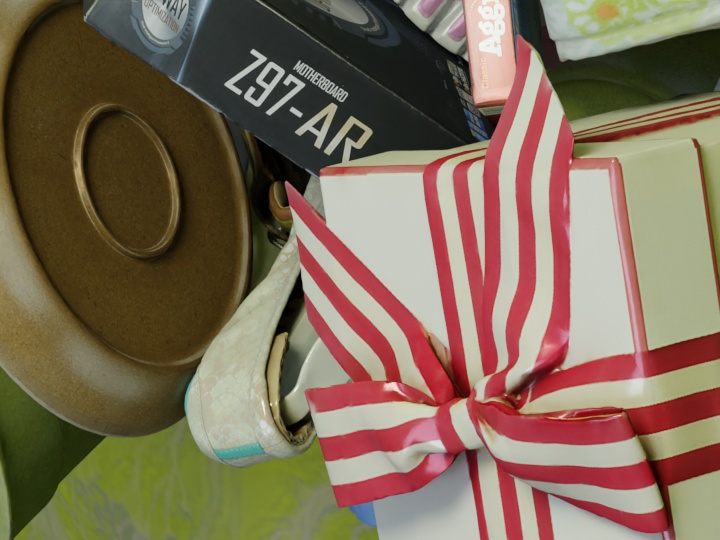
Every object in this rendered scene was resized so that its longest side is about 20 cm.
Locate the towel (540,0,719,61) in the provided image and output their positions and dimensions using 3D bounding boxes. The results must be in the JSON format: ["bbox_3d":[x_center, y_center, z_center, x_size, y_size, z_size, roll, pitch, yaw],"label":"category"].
[{"bbox_3d":[0.126,-0.179,0.935,0.170,0.048,0.201,-12,109,5],"label":"towel"}]

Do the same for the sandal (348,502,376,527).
[{"bbox_3d":[0.038,0.050,1.157,0.087,0.080,0.201,12,128,0],"label":"sandal"}]

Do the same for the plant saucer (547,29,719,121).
[{"bbox_3d":[0.114,-0.017,1.139,0.199,0.031,0.201,24,130,31],"label":"plant saucer"}]

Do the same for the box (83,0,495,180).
[{"bbox_3d":[-0.029,-0.099,1.068,0.160,0.200,0.044,34,107,-17],"label":"box"}]

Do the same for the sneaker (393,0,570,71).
[{"bbox_3d":[0.016,-0.156,1.112,0.200,0.088,0.081,40,96,3],"label":"sneaker"}]

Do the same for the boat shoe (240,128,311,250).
[{"bbox_3d":[-0.017,-0.033,1.227,0.072,0.068,0.201,-1,115,44],"label":"boat shoe"}]

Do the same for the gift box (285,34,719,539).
[{"bbox_3d":[0.089,0.018,0.923,0.184,0.186,0.201,-8,96,56],"label":"gift box"}]

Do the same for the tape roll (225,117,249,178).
[{"bbox_3d":[-0.144,-0.072,1.225,0.203,0.203,0.037,49,136,8],"label":"tape roll"}]

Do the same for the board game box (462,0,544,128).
[{"bbox_3d":[0.045,-0.151,1.011,0.019,0.103,0.201,-6,84,8],"label":"board game box"}]

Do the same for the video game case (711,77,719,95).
[{"bbox_3d":[0.166,0.050,1.037,0.182,0.045,0.200,55,144,30],"label":"video game case"}]

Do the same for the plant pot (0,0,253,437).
[{"bbox_3d":[-0.101,-0.033,1.132,0.027,0.200,0.201,-17,104,33],"label":"plant pot"}]

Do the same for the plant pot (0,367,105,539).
[{"bbox_3d":[-0.158,0.014,1.294,0.200,0.190,0.201,30,138,32],"label":"plant pot"}]

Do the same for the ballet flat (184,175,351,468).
[{"bbox_3d":[0.000,0.000,1.150,0.062,0.200,0.067,-2,141,49],"label":"ballet flat"}]
